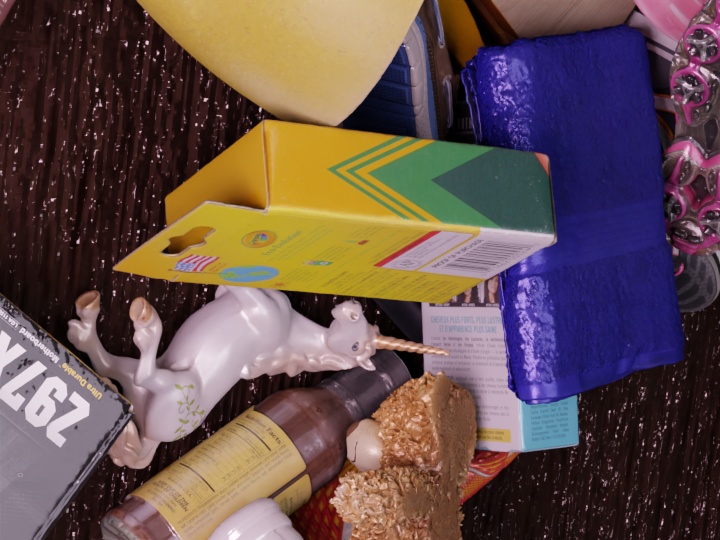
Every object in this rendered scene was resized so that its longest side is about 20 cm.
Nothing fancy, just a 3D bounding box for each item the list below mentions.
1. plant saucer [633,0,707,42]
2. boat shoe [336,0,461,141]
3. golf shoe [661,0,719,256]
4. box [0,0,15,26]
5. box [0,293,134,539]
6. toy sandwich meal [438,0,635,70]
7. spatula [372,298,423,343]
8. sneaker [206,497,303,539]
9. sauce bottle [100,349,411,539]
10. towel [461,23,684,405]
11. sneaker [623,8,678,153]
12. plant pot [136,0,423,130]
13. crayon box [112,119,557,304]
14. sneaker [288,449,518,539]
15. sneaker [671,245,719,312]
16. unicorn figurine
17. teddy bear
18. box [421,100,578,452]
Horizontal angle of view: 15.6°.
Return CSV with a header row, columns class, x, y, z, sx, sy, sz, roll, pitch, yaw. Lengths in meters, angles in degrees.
class,x,y,z,sx,sy,sz,roll,pitch,yaw
plant saucer,0.192,-0.233,1.525,0.200,0.051,0.202,29,54,-51
boat shoe,0.026,-0.090,1.462,0.201,0.072,0.073,90,26,-49
golf shoe,0.218,-0.107,1.520,0.092,0.072,0.201,-52,163,-44
box,-0.188,-0.190,1.240,0.075,0.100,0.201,38,80,-42
box,-0.232,0.071,1.297,0.200,0.049,0.160,43,73,-26
toy sandwich meal,0.081,-0.197,1.489,0.204,0.070,0.206,-15,114,-37
spatula,0.000,0.000,1.515,0.056,0.021,0.200,-28,140,18
sneaker,-0.052,0.212,1.461,0.075,0.088,0.200,-36,157,-25
sauce bottle,-0.054,0.111,1.484,0.200,0.065,0.065,-33,124,-28
towel,0.118,-0.033,1.470,0.147,0.049,0.201,-12,97,-50
sneaker,0.200,-0.101,1.623,0.199,0.078,0.080,20,99,-45
plant pot,-0.053,-0.187,1.319,0.141,0.200,0.201,20,91,-19
crayon box,-0.015,-0.029,1.362,0.199,0.127,0.051,5,72,-28
sneaker,0.018,0.133,1.565,0.199,0.073,0.077,-29,149,-31
sneaker,0.156,-0.011,1.593,0.200,0.073,0.088,37,43,-43
unicorn figurine,-0.073,0.035,1.445,0.199,0.074,0.138,-33,125,-7
teddy bear,0.017,0.156,1.449,0.145,0.066,0.201,7,81,-64
box,0.078,0.002,1.517,0.049,0.082,0.201,-4,92,-41
